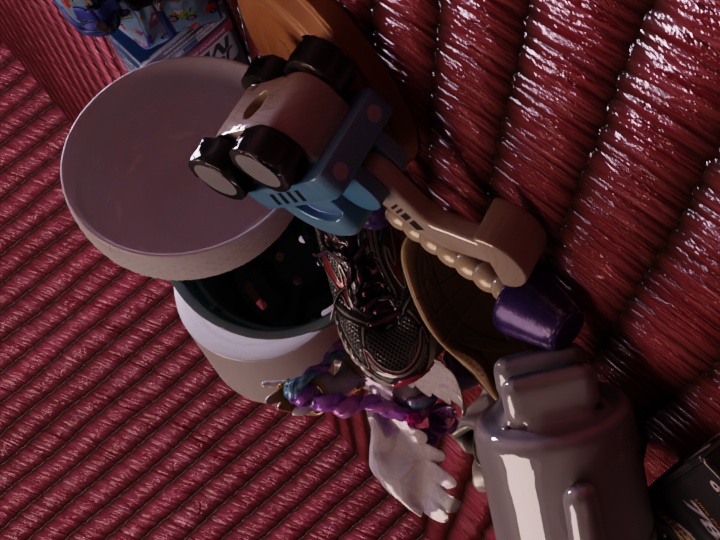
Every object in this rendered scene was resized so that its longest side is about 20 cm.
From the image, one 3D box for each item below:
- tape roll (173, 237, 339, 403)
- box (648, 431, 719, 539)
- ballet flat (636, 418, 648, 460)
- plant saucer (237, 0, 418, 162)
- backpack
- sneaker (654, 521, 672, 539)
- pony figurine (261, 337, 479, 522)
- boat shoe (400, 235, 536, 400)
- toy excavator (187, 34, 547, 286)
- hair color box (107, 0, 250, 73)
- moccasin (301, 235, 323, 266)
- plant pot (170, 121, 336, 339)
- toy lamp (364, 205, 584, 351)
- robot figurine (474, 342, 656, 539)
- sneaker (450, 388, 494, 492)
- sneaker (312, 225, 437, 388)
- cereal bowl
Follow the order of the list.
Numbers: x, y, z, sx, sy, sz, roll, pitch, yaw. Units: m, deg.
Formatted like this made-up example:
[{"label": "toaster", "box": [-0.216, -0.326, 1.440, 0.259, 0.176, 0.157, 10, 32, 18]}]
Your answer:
[{"label": "tape roll", "box": [-0.100, 0.037, 1.463, 0.203, 0.202, 0.139, 45, 168, 25]}, {"label": "box", "box": [0.282, 0.199, 0.829, 0.200, 0.050, 0.199, 48, 171, 13]}, {"label": "ballet flat", "box": [0.176, 0.139, 1.030, 0.047, 0.067, 0.200, 59, 162, -7]}, {"label": "plant saucer", "box": [-0.032, -0.155, 0.967, 0.200, 0.032, 0.200, 48, 169, 13]}, {"label": "backpack", "box": [-0.206, -0.266, 1.040, 0.183, 0.134, 0.200, 46, 172, 25]}, {"label": "sneaker", "box": [0.248, 0.266, 1.140, 0.093, 0.070, 0.200, 40, 166, 40]}, {"label": "pony figurine", "box": [0.035, 0.105, 1.136, 0.192, 0.200, 0.168, 24, 124, 29]}, {"label": "boat shoe", "box": [0.089, 0.040, 1.037, 0.200, 0.072, 0.072, 50, 172, -23]}, {"label": "toy excavator", "box": [0.010, -0.062, 0.879, 0.200, 0.100, 0.194, 38, 160, -26]}, {"label": "hair color box", "box": [-0.158, -0.182, 1.214, 0.061, 0.100, 0.200, 43, 168, 26]}, {"label": "moccasin", "box": [-0.061, -0.060, 1.318, 0.200, 0.068, 0.081, 48, 170, 12]}, {"label": "plant pot", "box": [-0.067, -0.026, 1.178, 0.200, 0.200, 0.196, 48, 178, 10]}, {"label": "toy lamp", "box": [0.076, -0.008, 0.918, 0.200, 0.058, 0.058, 36, 164, 32]}, {"label": "robot figurine", "box": [0.146, 0.155, 0.894, 0.170, 0.112, 0.201, -83, -19, -73]}, {"label": "sneaker", "box": [0.154, 0.177, 1.149, 0.078, 0.099, 0.200, 56, 168, -32]}, {"label": "sneaker", "box": [0.000, 0.000, 1.030, 0.075, 0.080, 0.201, 44, -157, -78]}, {"label": "cereal bowl", "box": [-0.139, -0.074, 1.037, 0.200, 0.200, 0.083, 45, 160, 24]}]
